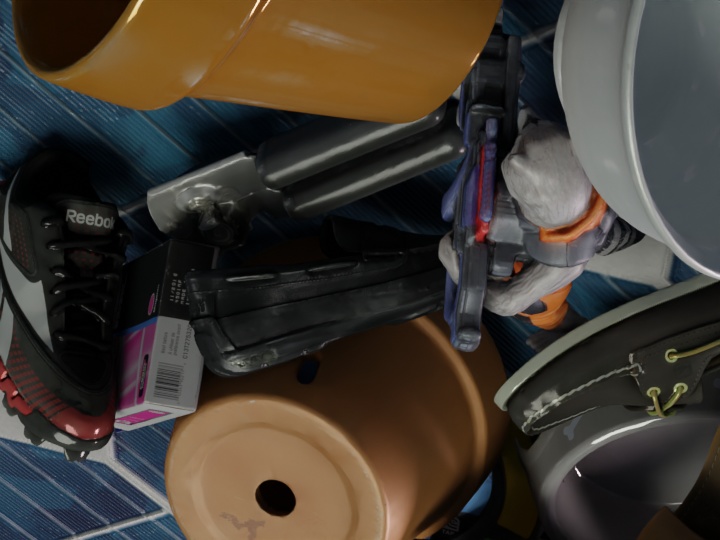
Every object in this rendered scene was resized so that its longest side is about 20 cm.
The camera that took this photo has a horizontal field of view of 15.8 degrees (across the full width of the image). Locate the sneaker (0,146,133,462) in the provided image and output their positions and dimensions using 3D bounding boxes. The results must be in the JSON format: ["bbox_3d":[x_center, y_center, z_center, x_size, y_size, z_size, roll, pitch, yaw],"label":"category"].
[{"bbox_3d":[-0.173,0.011,1.499,0.071,0.201,0.098,12,137,-35],"label":"sneaker"}]

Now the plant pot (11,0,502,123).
[{"bbox_3d":[-0.037,-0.156,1.211,0.183,0.201,0.200,18,149,-28],"label":"plant pot"}]

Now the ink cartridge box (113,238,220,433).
[{"bbox_3d":[-0.128,0.042,1.525,0.037,0.095,0.200,11,170,-14],"label":"ink cartridge box"}]

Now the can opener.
[{"bbox_3d":[-0.031,-0.066,1.442,0.200,0.067,0.053,-21,128,26],"label":"can opener"}]

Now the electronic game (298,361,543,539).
[{"bbox_3d":[0.024,0.121,1.618,0.199,0.042,0.201,8,122,13],"label":"electronic game"}]

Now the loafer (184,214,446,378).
[{"bbox_3d":[0.000,0.000,1.436,0.200,0.071,0.068,-18,179,-15],"label":"loafer"}]

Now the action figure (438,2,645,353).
[{"bbox_3d":[0.096,-0.053,1.313,0.104,0.201,0.193,4,173,5],"label":"action figure"}]

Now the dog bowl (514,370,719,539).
[{"bbox_3d":[0.191,0.115,1.521,0.199,0.059,0.200,-1,140,-1],"label":"dog bowl"}]

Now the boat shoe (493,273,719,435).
[{"bbox_3d":[0.169,0.041,1.372,0.201,0.061,0.072,-26,165,-8],"label":"boat shoe"}]

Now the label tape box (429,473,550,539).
[{"bbox_3d":[0.117,0.200,1.699,0.143,0.066,0.201,12,121,9],"label":"label tape box"}]

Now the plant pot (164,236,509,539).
[{"bbox_3d":[-0.026,0.099,1.516,0.199,0.140,0.201,9,119,16],"label":"plant pot"}]

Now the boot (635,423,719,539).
[{"bbox_3d":[0.227,0.127,1.435,0.074,0.200,0.155,50,179,24],"label":"boot"}]

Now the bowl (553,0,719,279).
[{"bbox_3d":[0.153,-0.099,1.197,0.090,0.201,0.201,10,148,44],"label":"bowl"}]

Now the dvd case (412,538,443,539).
[{"bbox_3d":[0.109,0.194,1.562,0.142,0.018,0.200,3,162,8],"label":"dvd case"}]
